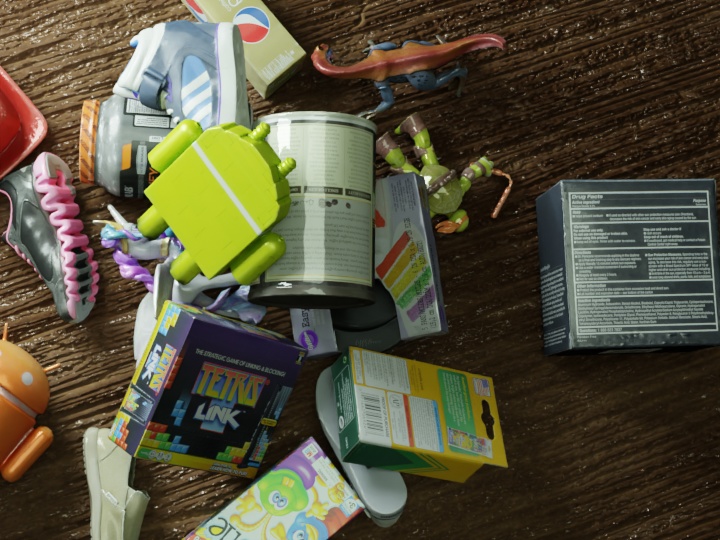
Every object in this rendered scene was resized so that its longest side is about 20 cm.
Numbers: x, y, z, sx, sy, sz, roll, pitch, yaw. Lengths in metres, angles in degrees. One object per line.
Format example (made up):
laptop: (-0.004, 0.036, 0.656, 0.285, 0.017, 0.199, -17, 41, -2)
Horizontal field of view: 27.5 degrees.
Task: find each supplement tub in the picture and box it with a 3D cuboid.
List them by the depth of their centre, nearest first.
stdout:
supplement tub: (-0.226, -0.144, 1.723, 0.197, 0.123, 0.124, 3, 81, -6)

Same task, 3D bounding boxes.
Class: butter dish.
butter dish: (-0.492, -0.181, 1.682, 0.200, 0.148, 0.200, -43, 88, -10)

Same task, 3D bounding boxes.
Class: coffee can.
coffee can: (-0.053, -0.064, 1.657, 0.144, 0.146, 0.203, 2, 83, -7)

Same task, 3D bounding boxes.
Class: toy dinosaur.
toy dinosaur: (0.039, -0.260, 1.766, 0.180, 0.200, 0.106, -1, 63, -38)

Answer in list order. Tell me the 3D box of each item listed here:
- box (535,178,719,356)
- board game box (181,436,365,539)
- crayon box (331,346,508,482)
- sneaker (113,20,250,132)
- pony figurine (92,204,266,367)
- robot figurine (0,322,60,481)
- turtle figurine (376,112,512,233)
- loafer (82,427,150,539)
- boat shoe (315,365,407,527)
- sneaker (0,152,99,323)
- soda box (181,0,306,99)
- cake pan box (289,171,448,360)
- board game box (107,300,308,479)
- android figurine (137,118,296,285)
box: (0.324, -0.002, 1.772, 0.197, 0.123, 0.201, -1, 83, -9)
board game box: (-0.106, 0.295, 1.685, 0.199, 0.103, 0.105, -39, 88, -11)
crayon box: (0.067, 0.171, 1.705, 0.198, 0.052, 0.127, 13, 49, -26)
sneaker: (-0.202, -0.178, 1.642, 0.144, 0.081, 0.203, -3, 86, 9)
pony figurine: (-0.207, 0.015, 1.702, 0.197, 0.167, 0.196, 0, 70, -19)
robot figurine: (-0.431, 0.161, 1.656, 0.143, 0.117, 0.201, 27, 76, 41)
turtle figurine: (0.079, -0.100, 1.785, 0.199, 0.064, 0.162, -37, 88, -11)
loafer: (-0.273, 0.276, 1.681, 0.067, 0.076, 0.203, -10, 83, -3)
boat shoe: (-0.001, 0.208, 1.727, 0.070, 0.070, 0.201, -20, 63, -15)
sneaker: (-0.371, -0.031, 1.724, 0.094, 0.079, 0.203, -16, 83, 13)
soda box: (-0.154, -0.309, 1.783, 0.064, 0.068, 0.201, -39, 88, -11)
cake pan box: (0.000, 0.000, 1.739, 0.182, 0.052, 0.203, -10, 82, 15)
board game box: (-0.166, 0.137, 1.646, 0.056, 0.199, 0.167, 28, 95, 39)
android figurine: (-0.151, -0.077, 1.578, 0.200, 0.041, 0.183, -41, 85, 28)
